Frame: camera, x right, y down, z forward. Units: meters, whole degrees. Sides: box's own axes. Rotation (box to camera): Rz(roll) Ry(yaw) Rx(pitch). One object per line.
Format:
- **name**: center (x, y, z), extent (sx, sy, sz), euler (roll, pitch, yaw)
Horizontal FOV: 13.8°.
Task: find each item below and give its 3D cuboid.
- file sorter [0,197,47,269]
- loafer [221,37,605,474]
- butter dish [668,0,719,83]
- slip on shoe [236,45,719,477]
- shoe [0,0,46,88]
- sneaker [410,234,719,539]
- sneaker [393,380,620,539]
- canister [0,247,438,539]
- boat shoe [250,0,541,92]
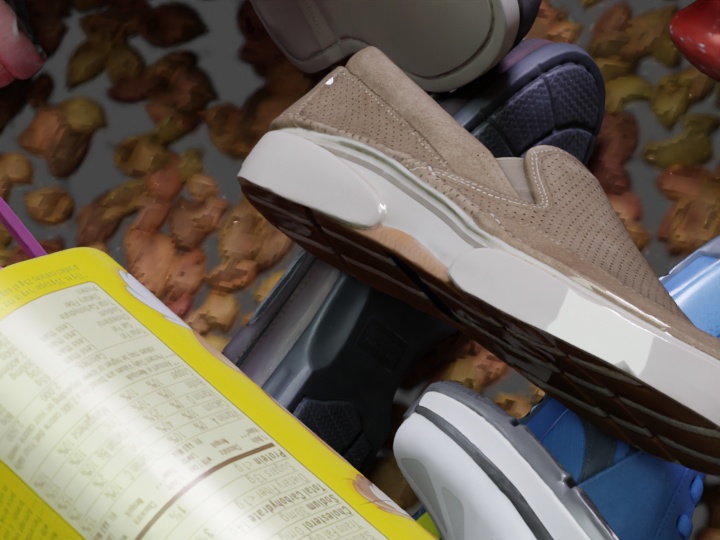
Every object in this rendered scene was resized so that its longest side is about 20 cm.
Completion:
- **file sorter**: center (-0.202, 0.052, 0.989), extent (0.139, 0.125, 0.200), euler (18, 68, 33)
- **loafer**: center (0.000, 0.000, 0.966), extent (0.063, 0.072, 0.200), euler (27, 76, 40)
- **butter dish**: center (0.147, -0.124, 0.927), extent (0.199, 0.200, 0.148), euler (39, 103, 39)
- **slip on shoe**: center (0.049, -0.007, 0.860), extent (0.200, 0.076, 0.061), euler (28, 76, 42)
- **shoe**: center (-0.190, -0.126, 1.141), extent (0.091, 0.072, 0.200), euler (-31, 56, 1)
- **sneaker**: center (0.076, 0.069, 0.894), extent (0.078, 0.066, 0.200), euler (42, 75, 13)
- **sneaker**: center (0.037, 0.123, 0.788), extent (0.115, 0.076, 0.201), euler (-38, 51, 0)
- **canister**: center (-0.034, 0.106, 0.718), extent (0.200, 0.086, 0.149), euler (39, 123, 25)
- **boat shoe**: center (0.019, -0.104, 0.982), extent (0.063, 0.073, 0.200), euler (-31, 13, -17)
